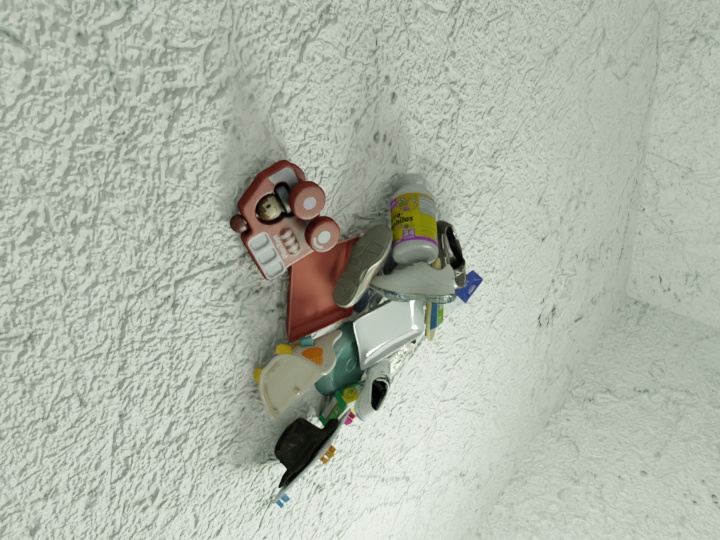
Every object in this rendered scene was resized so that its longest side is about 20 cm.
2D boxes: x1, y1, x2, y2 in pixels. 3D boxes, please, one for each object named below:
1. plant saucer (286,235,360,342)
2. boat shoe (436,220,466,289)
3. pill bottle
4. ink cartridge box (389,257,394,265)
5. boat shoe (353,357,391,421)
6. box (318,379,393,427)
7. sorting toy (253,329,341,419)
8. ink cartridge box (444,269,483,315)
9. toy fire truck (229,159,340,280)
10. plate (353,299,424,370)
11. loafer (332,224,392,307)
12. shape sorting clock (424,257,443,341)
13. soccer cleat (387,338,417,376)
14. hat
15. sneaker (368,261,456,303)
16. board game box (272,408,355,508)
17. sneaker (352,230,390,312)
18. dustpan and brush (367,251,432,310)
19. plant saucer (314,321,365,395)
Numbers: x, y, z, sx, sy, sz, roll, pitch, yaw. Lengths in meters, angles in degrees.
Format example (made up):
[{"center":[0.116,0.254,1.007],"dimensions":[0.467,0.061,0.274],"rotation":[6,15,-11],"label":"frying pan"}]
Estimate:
[{"center":[-0.087,0.033,1.217],"dimensions":[0.199,0.037,0.201],"rotation":[-21,125,-45],"label":"plant saucer"},{"center":[0.230,-0.034,1.420],"dimensions":[0.067,0.057,0.201],"rotation":[-38,117,-27],"label":"boat shoe"},{"center":[0.119,-0.117,1.281],"dimensions":[0.104,0.103,0.202],"rotation":[42,41,-53],"label":"pill bottle"},{"center":[0.172,0.002,1.437],"dimensions":[0.199,0.050,0.162],"rotation":[-23,113,-15],"label":"ink cartridge box"},{"center":[0.047,0.283,1.394],"dimensions":[0.073,0.065,0.201],"rotation":[41,40,-17],"label":"boat shoe"},{"center":[-0.005,0.333,1.454],"dimensions":[0.199,0.048,0.118],"rotation":[-7,138,-49],"label":"box"},{"center":[-0.117,0.193,1.207],"dimensions":[0.200,0.107,0.180],"rotation":[-45,173,34],"label":"sorting toy"},{"center":[0.261,0.072,1.582],"dimensions":[0.094,0.044,0.200],"rotation":[-48,-179,-23],"label":"ink cartridge box"},{"center":[-0.144,-0.090,1.026],"dimensions":[0.167,0.112,0.201],"rotation":[-34,134,-11],"label":"toy fire truck"},{"center":[0.069,0.132,1.371],"dimensions":[0.198,0.032,0.201],"rotation":[-28,140,-17],"label":"plate"},{"center":[0.007,-0.009,1.237],"dimensions":[0.201,0.072,0.063],"rotation":[-58,160,0],"label":"loafer"},{"center":[0.175,0.069,1.359],"dimensions":[0.200,0.039,0.202],"rotation":[1,90,-76],"label":"shape sorting clock"},{"center":[0.110,0.204,1.533],"dimensions":[0.069,0.077,0.202],"rotation":[-5,114,-51],"label":"soccer cleat"},{"center":[-0.144,0.396,1.301],"dimensions":[0.201,0.081,0.201],"rotation":[-48,176,-4],"label":"hat"},{"center":[0.116,0.025,1.253],"dimensions":[0.075,0.198,0.088],"rotation":[57,39,-67],"label":"sneaker"},{"center":[-0.101,0.428,1.297],"dimensions":[0.200,0.026,0.200],"rotation":[-49,177,19],"label":"board game box"},{"center":[0.000,0.000,1.303],"dimensions":[0.081,0.070,0.202],"rotation":[13,106,-25],"label":"sneaker"},{"center":[0.079,0.009,1.340],"dimensions":[0.139,0.057,0.200],"rotation":[40,94,-25],"label":"dustpan and brush"},{"center":[-0.033,0.225,1.397],"dimensions":[0.199,0.036,0.202],"rotation":[-28,130,-40],"label":"plant saucer"}]
